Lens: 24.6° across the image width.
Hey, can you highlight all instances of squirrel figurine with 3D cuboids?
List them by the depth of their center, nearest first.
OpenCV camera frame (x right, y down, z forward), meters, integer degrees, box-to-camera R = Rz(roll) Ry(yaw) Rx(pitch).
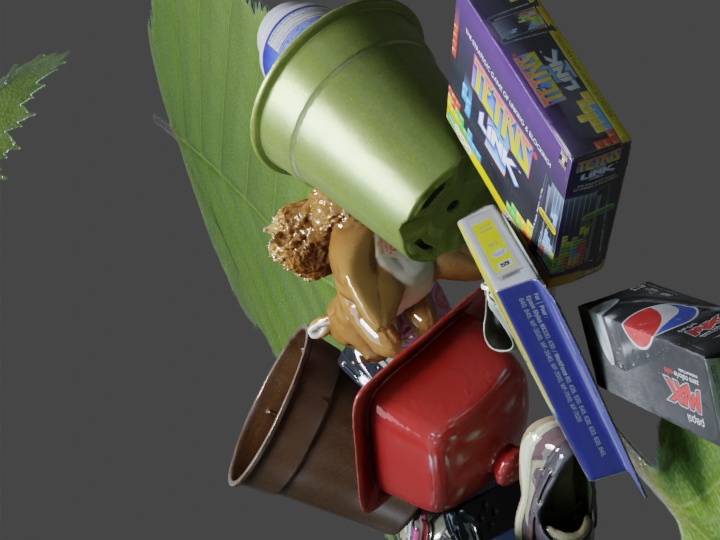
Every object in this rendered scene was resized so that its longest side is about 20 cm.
[{"bbox_3d":[0.000,0.000,1.675,0.200,0.141,0.187,50,154,9],"label":"squirrel figurine"}]

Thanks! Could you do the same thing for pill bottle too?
[{"bbox_3d":[-0.043,-0.220,1.758,0.200,0.111,0.113,-132,27,-58],"label":"pill bottle"}]

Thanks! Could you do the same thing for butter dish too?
[{"bbox_3d":[0.101,0.155,1.612,0.148,0.200,0.200,34,147,31],"label":"butter dish"}]

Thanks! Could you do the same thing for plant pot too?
[{"bbox_3d":[0.032,-0.112,1.507,0.190,0.199,0.201,48,156,32],"label":"plant pot"},{"bbox_3d":[-0.019,0.193,1.877,0.201,0.197,0.200,-61,9,17],"label":"plant pot"}]

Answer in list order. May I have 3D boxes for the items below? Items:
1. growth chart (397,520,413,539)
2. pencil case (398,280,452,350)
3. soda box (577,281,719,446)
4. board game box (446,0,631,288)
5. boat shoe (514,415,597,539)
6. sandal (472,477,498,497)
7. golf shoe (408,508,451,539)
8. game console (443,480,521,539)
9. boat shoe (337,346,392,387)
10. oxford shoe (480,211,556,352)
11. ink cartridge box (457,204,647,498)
[{"bbox_3d":[0.050,0.255,2.055,0.200,0.018,0.146,-108,19,-65],"label":"growth chart"},{"bbox_3d":[0.033,0.008,1.811,0.088,0.087,0.201,90,157,-52],"label":"pencil case"},{"bbox_3d":[0.228,0.062,1.170,0.200,0.063,0.071,-155,48,-71],"label":"soda box"},{"bbox_3d":[0.136,-0.114,1.318,0.166,0.056,0.201,89,158,-54],"label":"board game box"},{"bbox_3d":[0.186,0.232,1.540,0.065,0.071,0.201,-122,25,-59],"label":"boat shoe"},{"bbox_3d":[0.135,0.280,1.805,0.045,0.075,0.201,147,112,-77],"label":"sandal"},{"bbox_3d":[0.106,0.300,1.921,0.200,0.091,0.073,-45,-35,-82],"label":"golf shoe"},{"bbox_3d":[0.166,0.314,1.611,0.116,0.175,0.201,-19,89,51],"label":"game console"},{"bbox_3d":[0.049,0.144,1.785,0.200,0.062,0.075,48,-163,18],"label":"boat shoe"},{"bbox_3d":[0.136,0.002,1.464,0.075,0.057,0.201,-119,19,-44],"label":"oxford shoe"},{"bbox_3d":[0.153,0.068,1.339,0.200,0.047,0.198,-104,-12,-65],"label":"ink cartridge box"}]
